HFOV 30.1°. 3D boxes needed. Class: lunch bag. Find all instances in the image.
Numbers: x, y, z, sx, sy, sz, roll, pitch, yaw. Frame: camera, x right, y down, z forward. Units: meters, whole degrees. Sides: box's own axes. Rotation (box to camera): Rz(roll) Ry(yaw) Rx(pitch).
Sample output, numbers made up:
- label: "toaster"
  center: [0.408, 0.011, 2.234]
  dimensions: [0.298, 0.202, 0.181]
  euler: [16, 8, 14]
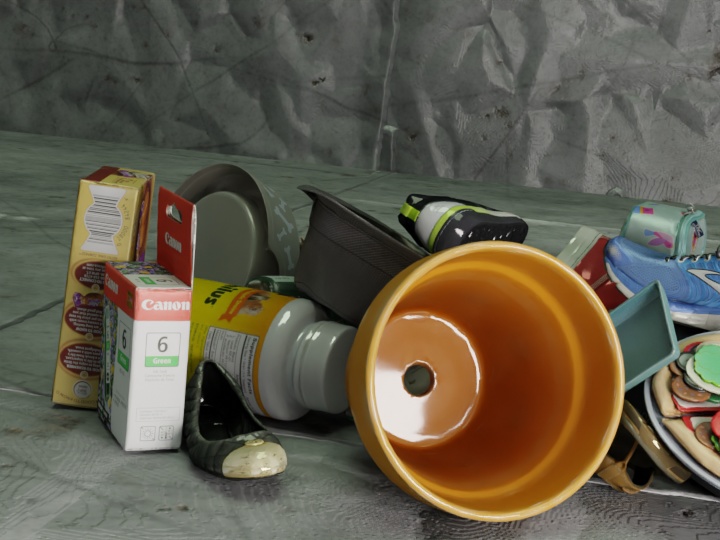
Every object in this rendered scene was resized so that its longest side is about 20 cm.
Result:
- label: "lunch bag"
  center: [0.304, 0.026, 1.368]
  dimensions: [0.077, 0.200, 0.160]
  euler: [12, 10, 23]

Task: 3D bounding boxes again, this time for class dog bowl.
- label: "dog bowl"
  center: [-0.143, -0.009, 1.407]
  dimensions: [0.059, 0.200, 0.200]
  euler: [16, 0, -43]

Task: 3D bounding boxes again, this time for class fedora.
- label: "fedora"
  center: [0.000, 0.000, 1.214]
  dimensions: [0.177, 0.090, 0.200]
  euler: [32, 4, -2]

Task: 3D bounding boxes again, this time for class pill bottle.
- label: "pill bottle"
  center: [-0.100, 0.071, 1.199]
  dimensions: [0.200, 0.109, 0.109]
  euler: [10, 12, 27]

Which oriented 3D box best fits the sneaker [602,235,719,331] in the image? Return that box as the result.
- label: "sneaker"
  center: [0.305, 0.005, 1.139]
  dimensions: [0.200, 0.089, 0.079]
  euler: [21, 21, 21]

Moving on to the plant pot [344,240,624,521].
- label: "plant pot"
  center: [0.073, 0.085, 1.037]
  dimensions: [0.200, 0.201, 0.183]
  euler: [1, -5, -17]

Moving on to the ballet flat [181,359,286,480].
- label: "ballet flat"
  center: [-0.108, 0.122, 1.063]
  dimensions: [0.066, 0.057, 0.200]
  euler: [-1, 12, -22]

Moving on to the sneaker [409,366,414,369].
- label: "sneaker"
  center: [0.142, 0.074, 1.277]
  dimensions: [0.200, 0.116, 0.074]
  euler: [5, 9, -2]

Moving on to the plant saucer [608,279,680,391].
- label: "plant saucer"
  center: [0.174, 0.087, 1.058]
  dimensions: [0.019, 0.200, 0.070]
  euler: [21, 46, -29]

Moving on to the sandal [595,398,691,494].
- label: "sandal"
  center: [0.204, 0.145, 1.064]
  dimensions: [0.080, 0.054, 0.200]
  euler: [46, -8, -3]

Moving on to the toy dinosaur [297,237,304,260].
- label: "toy dinosaur"
  center: [-0.025, 0.021, 1.429]
  dimensions: [0.200, 0.136, 0.086]
  euler: [3, 11, -11]

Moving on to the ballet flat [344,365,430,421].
- label: "ballet flat"
  center: [0.082, 0.112, 1.183]
  dimensions: [0.200, 0.064, 0.076]
  euler: [7, 13, 14]

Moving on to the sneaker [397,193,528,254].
- label: "sneaker"
  center: [0.095, -0.041, 1.257]
  dimensions: [0.083, 0.072, 0.200]
  euler: [32, 5, 24]

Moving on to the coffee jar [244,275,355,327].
- label: "coffee jar"
  center: [-0.017, 0.054, 1.333]
  dimensions: [0.200, 0.105, 0.085]
  euler: [-1, -2, -31]

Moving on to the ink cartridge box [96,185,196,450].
- label: "ink cartridge box"
  center: [-0.178, 0.036, 1.098]
  dimensions: [0.050, 0.200, 0.109]
  euler: [0, 11, -24]

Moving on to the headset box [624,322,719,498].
- label: "headset box"
  center: [0.319, 0.108, 1.138]
  dimensions: [0.200, 0.093, 0.174]
  euler: [-3, 26, -36]

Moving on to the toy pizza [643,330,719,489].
- label: "toy pizza"
  center: [0.311, 0.101, 0.988]
  dimensions: [0.200, 0.032, 0.200]
  euler: [4, 36, -3]

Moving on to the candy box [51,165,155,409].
- label: "candy box"
  center: [-0.230, 0.013, 1.202]
  dimensions: [0.056, 0.200, 0.117]
  euler: [8, 10, -3]

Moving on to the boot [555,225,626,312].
- label: "boot"
  center: [0.223, 0.053, 1.221]
  dimensions: [0.144, 0.072, 0.200]
  euler: [30, 52, 19]
